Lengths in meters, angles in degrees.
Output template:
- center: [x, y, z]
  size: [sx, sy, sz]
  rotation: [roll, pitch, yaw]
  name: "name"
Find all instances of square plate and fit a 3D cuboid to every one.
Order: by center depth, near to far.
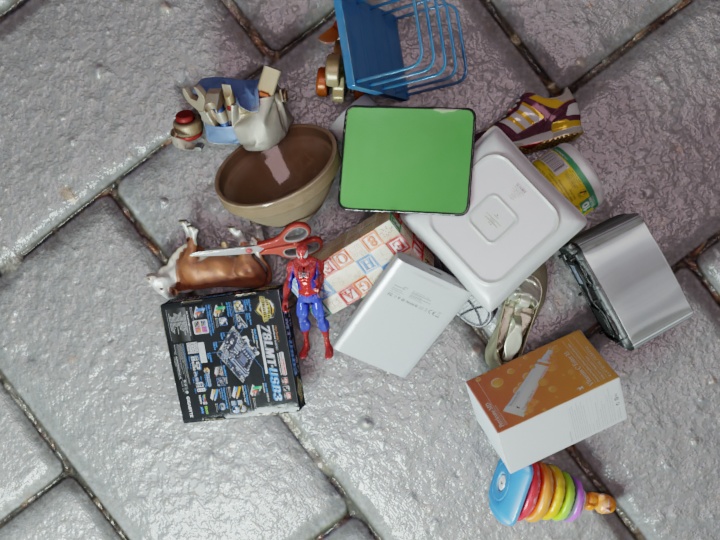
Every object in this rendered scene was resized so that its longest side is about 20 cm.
- center: [0.193, -0.076, 1.300]
  size: [0.198, 0.028, 0.200]
  rotation: [-44, 84, 7]
  name: "square plate"

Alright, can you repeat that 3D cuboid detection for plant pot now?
- center: [-0.117, -0.133, 1.380]
  size: [0.201, 0.201, 0.093]
  rotation: [-22, 130, 2]
  name: "plant pot"

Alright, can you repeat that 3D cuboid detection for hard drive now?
- center: [0.063, 0.072, 1.364]
  size: [0.132, 0.027, 0.200]
  rotation: [24, 123, -16]
  name: "hard drive"

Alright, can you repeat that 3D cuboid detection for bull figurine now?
- center: [-0.241, -0.016, 1.415]
  size: [0.200, 0.065, 0.122]
  rotation: [-1, 107, -2]
  name: "bull figurine"

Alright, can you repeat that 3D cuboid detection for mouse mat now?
- center: [0.067, -0.164, 1.311]
  size: [0.200, 0.008, 0.161]
  rotation: [4, 86, 15]
  name: "mouse mat"

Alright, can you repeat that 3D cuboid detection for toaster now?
- center: [0.390, 0.014, 1.333]
  size: [0.119, 0.200, 0.181]
  rotation: [-29, 89, 6]
  name: "toaster"

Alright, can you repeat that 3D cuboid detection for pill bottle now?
- center: [0.263, -0.097, 1.370]
  size: [0.200, 0.113, 0.113]
  rotation: [-34, 89, 1]
  name: "pill bottle"
- center: [0.048, -0.173, 1.385]
  size: [0.113, 0.113, 0.200]
  rotation: [-43, 89, 2]
  name: "pill bottle"

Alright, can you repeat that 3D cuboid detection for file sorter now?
- center: [0.065, -0.343, 1.323]
  size: [0.123, 0.200, 0.139]
  rotation: [-10, 90, 27]
  name: "file sorter"

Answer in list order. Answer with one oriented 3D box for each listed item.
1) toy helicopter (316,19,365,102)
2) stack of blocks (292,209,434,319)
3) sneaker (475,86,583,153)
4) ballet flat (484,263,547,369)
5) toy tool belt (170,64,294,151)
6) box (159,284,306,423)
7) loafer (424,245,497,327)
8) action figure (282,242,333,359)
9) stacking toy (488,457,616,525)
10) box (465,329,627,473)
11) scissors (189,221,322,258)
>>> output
- center: [-0.030, -0.319, 1.342]
  size: [0.079, 0.200, 0.132]
  rotation: [6, 108, 2]
  name: "toy helicopter"
- center: [0.000, 0.000, 1.374]
  size: [0.200, 0.059, 0.115]
  rotation: [-30, 112, 22]
  name: "stack of blocks"
- center: [0.247, -0.231, 1.403]
  size: [0.200, 0.075, 0.090]
  rotation: [-12, 82, -4]
  name: "sneaker"
- center: [0.252, 0.069, 1.403]
  size: [0.069, 0.069, 0.200]
  rotation: [17, 91, 2]
  name: "ballet flat"
- center: [-0.209, -0.263, 1.381]
  size: [0.200, 0.125, 0.123]
  rotation: [2, 130, 14]
  name: "toy tool belt"
- center: [-0.200, 0.133, 1.400]
  size: [0.198, 0.050, 0.200]
  rotation: [-9, 98, 10]
  name: "box"
- center: [0.138, 0.009, 1.418]
  size: [0.200, 0.063, 0.072]
  rotation: [44, 121, 7]
  name: "loafer"
- center: [-0.080, 0.059, 1.331]
  size: [0.065, 0.099, 0.200]
  rotation: [-1, 119, 8]
  name: "action figure"
- center: [0.311, 0.353, 1.397]
  size: [0.200, 0.116, 0.110]
  rotation: [15, 100, -13]
  name: "stacking toy"
- center: [0.281, 0.197, 1.350]
  size: [0.200, 0.124, 0.098]
  rotation: [-25, 127, -4]
  name: "box"
- center: [-0.159, -0.029, 1.374]
  size: [0.200, 0.073, 0.014]
  rotation: [-16, 51, 7]
  name: "scissors"
